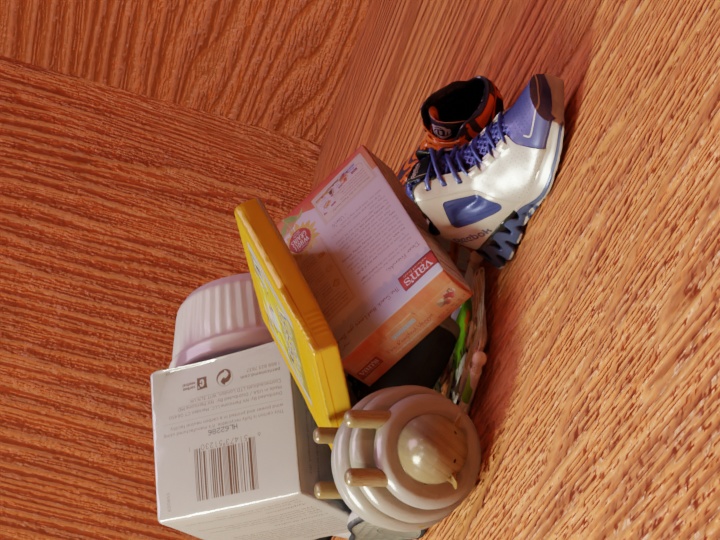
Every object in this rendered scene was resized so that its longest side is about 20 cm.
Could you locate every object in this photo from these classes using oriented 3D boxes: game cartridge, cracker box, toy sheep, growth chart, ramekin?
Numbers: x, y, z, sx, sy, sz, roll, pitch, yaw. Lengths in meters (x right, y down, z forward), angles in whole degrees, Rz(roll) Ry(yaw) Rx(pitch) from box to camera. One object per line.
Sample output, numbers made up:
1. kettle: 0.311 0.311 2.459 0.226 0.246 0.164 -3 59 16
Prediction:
1. game cartridge: -0.058 0.057 1.365 0.177 0.032 0.200 79 167 -48
2. cracker box: 0.005 -0.007 1.390 0.134 0.058 0.200 -42 44 12
3. toy sheep: 0.033 0.163 1.274 0.200 0.137 0.138 150 135 -69
4. growth chart: 0.099 0.078 1.404 0.200 0.018 0.145 -84 8 -55
5. ramekin: -0.115 0.076 1.634 0.202 0.202 0.095 116 149 -61

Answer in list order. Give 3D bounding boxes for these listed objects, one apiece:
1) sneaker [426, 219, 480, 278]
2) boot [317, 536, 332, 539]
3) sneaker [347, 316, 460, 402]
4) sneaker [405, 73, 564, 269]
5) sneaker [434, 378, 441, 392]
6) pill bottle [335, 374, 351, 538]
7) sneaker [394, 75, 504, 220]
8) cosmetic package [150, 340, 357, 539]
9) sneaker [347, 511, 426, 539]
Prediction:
1. sneaker: 0.100 -0.044 1.478 0.077 0.078 0.200 -63 -1 -46
2. boot: -0.046 0.268 2.011 0.144 0.072 0.201 111 168 -53
3. sneaker: -0.002 0.090 1.417 0.200 0.075 0.106 -4 55 47
4. sneaker: 0.104 -0.087 1.306 0.081 0.115 0.200 -83 10 -45
5. sneaker: 0.046 0.121 1.443 0.200 0.070 0.094 -96 18 -66
6. pill bottle: -0.016 0.203 1.704 0.111 0.110 0.201 125 158 -72
7. sneaker: 0.072 -0.119 1.497 0.200 0.077 0.112 -57 -19 -7
8. cosmetic package: -0.104 0.193 1.564 0.200 0.167 0.167 43 -144 -61
9. sneaker: 0.030 0.198 1.469 0.202 0.077 0.147 121 160 -71
